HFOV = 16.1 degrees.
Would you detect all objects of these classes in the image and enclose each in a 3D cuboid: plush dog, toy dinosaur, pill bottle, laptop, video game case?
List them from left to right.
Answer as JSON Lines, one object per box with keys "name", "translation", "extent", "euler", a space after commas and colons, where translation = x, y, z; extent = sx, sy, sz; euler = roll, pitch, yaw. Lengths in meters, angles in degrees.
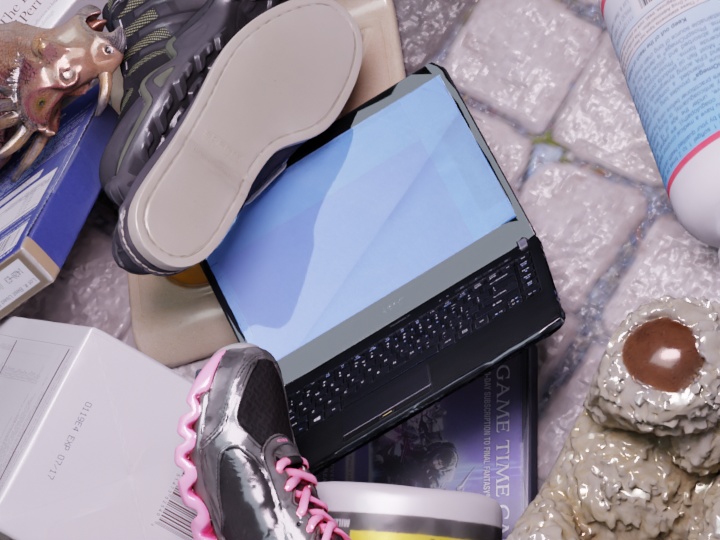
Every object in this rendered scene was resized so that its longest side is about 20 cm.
{"name": "toy dinosaur", "translation": [-0.222, -0.088, 1.473], "extent": [0.086, 0.200, 0.136], "euler": [-25, 66, -41]}
{"name": "laptop", "translation": [0.000, 0.000, 1.347], "extent": [0.177, 0.104, 0.200], "euler": [-31, 18, 9]}
{"name": "video game case", "translation": [0.000, 0.115, 1.390], "extent": [0.198, 0.019, 0.144], "euler": [-6, 68, 19]}
{"name": "pill bottle", "translation": [0.012, 0.211, 1.286], "extent": [0.110, 0.111, 0.202], "euler": [0, 81, 22]}
{"name": "plush dog", "translation": [0.177, 0.127, 1.265], "extent": [0.171, 0.160, 0.201], "euler": [29, 96, 10]}
{"name": "pill bottle", "translation": [0.202, -0.084, 1.338], "extent": [0.108, 0.109, 0.201], "euler": [-22, 63, 12]}

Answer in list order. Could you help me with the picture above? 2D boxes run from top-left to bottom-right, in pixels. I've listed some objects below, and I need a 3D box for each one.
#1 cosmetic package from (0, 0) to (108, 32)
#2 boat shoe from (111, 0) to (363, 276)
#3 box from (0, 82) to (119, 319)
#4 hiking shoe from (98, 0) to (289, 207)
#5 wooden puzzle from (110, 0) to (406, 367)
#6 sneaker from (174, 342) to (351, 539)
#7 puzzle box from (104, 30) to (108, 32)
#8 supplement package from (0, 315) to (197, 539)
{"name": "cosmetic package", "translation": [-0.152, -0.214, 1.537], "extent": [0.082, 0.051, 0.200], "euler": [38, 86, 31]}
{"name": "boat shoe", "translation": [-0.072, -0.074, 1.401], "extent": [0.073, 0.063, 0.200], "euler": [43, 60, -12]}
{"name": "box", "translation": [-0.196, -0.027, 1.458], "extent": [0.121, 0.032, 0.201], "euler": [-34, 22, 29]}
{"name": "hiking shoe", "translation": [-0.108, -0.120, 1.463], "extent": [0.100, 0.076, 0.201], "euler": [6, 60, 38]}
{"name": "wooden puzzle", "translation": [-0.059, -0.063, 1.470], "extent": [0.184, 0.046, 0.201], "euler": [-17, 64, 15]}
{"name": "sneaker", "translation": [-0.032, 0.133, 1.225], "extent": [0.095, 0.079, 0.202], "euler": [-8, 84, 30]}
{"name": "puzzle box", "translation": [-0.074, -0.212, 1.548], "extent": [0.199, 0.025, 0.134], "euler": [-18, 63, 14]}
{"name": "supplement package", "translation": [-0.153, 0.098, 1.349], "extent": [0.114, 0.109, 0.200], "euler": [-62, 21, -10]}
